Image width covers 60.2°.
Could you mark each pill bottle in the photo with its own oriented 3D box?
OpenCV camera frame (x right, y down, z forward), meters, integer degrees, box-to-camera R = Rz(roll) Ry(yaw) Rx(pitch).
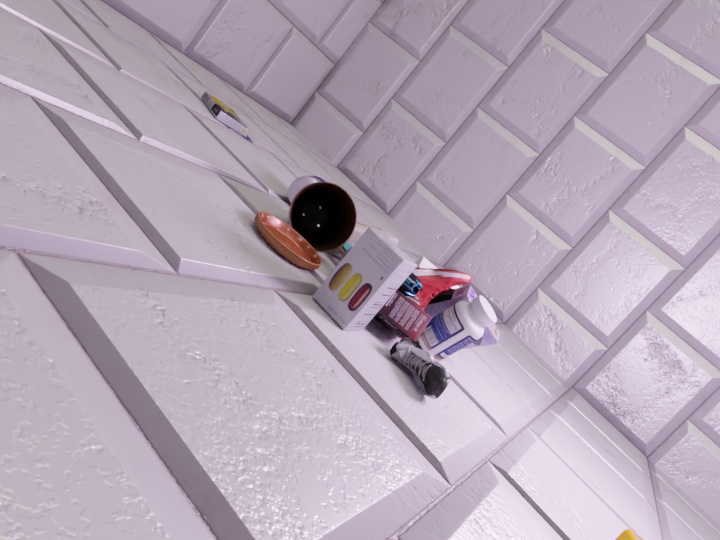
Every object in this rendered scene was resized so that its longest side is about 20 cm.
[{"bbox_3d":[-0.174,-0.258,2.073,0.116,0.116,0.200,40,12,1],"label":"pill bottle"},{"bbox_3d":[0.258,0.151,1.659,0.111,0.199,0.111,44,24,-27],"label":"pill bottle"}]

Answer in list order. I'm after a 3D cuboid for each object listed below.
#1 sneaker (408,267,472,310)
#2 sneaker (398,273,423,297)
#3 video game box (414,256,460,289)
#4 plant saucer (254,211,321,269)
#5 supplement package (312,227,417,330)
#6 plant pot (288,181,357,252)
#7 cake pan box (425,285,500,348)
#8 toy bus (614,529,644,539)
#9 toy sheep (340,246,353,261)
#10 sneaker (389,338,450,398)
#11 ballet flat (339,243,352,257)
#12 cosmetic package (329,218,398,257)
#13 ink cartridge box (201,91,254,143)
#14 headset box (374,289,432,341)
[{"bbox_3d":[0.203,0.053,1.699,0.198,0.117,0.078,4,2,-2],"label":"sneaker"},{"bbox_3d":[0.113,0.041,1.542,0.082,0.073,0.200,37,1,18],"label":"sneaker"},{"bbox_3d":[0.197,0.063,1.826,0.200,0.182,0.047,39,53,-14],"label":"video game box"},{"bbox_3d":[-0.181,-0.069,1.530,0.200,0.032,0.200,39,12,-10],"label":"plant saucer"},{"bbox_3d":[0.011,0.023,1.371,0.114,0.200,0.109,43,10,20],"label":"supplement package"},{"bbox_3d":[-0.119,-0.152,1.754,0.186,0.187,0.200,38,-3,-12],"label":"plant pot"},{"bbox_3d":[0.273,0.140,1.773,0.200,0.183,0.052,53,41,-23],"label":"cake pan box"},{"bbox_3d":[0.614,0.650,1.322,0.078,0.065,0.200,39,11,-7],"label":"toy bus"},{"bbox_3d":[0.008,-0.005,1.659,0.138,0.138,0.200,40,-18,-4],"label":"toy sheep"},{"bbox_3d":[0.118,0.210,1.378,0.115,0.075,0.200,33,2,-14],"label":"sneaker"},{"bbox_3d":[0.000,0.000,1.789,0.200,0.065,0.070,43,27,12],"label":"ballet flat"},{"bbox_3d":[0.000,-0.087,1.880,0.199,0.104,0.087,15,18,-25],"label":"cosmetic package"},{"bbox_3d":[-0.520,-0.610,2.471,0.199,0.047,0.198,26,17,-45],"label":"ink cartridge box"},{"bbox_3d":[0.074,0.095,1.526,0.200,0.075,0.149,39,-10,-9],"label":"headset box"}]
